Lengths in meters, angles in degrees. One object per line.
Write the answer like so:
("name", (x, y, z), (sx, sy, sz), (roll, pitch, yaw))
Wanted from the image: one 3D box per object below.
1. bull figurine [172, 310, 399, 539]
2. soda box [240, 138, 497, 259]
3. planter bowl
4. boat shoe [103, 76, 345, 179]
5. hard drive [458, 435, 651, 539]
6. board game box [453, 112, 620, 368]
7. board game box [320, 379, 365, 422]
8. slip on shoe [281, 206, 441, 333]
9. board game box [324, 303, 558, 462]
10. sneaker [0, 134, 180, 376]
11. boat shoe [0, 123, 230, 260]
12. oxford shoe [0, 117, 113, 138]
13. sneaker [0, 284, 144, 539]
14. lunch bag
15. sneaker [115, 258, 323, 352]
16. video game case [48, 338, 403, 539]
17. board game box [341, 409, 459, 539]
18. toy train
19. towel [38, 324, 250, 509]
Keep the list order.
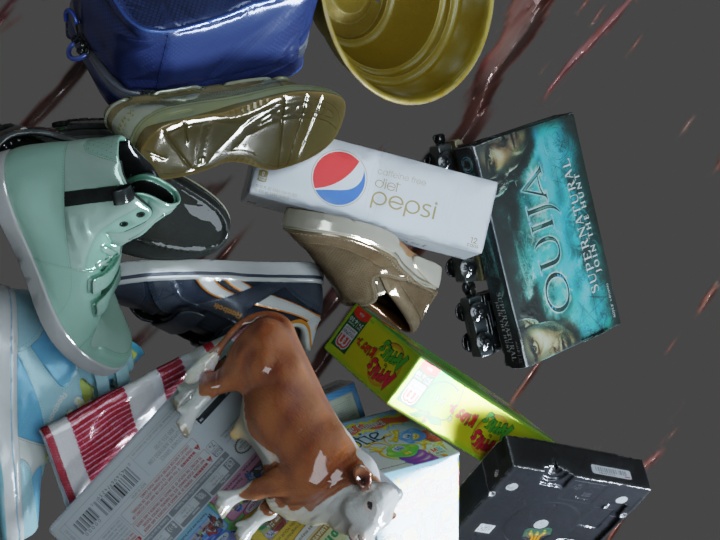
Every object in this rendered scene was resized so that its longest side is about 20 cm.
("bull figurine", (-0.057, 0.128, 1.264), (0.121, 0.065, 0.200), (-27, 67, 0))
("soda box", (0.006, -0.065, 1.435), (0.200, 0.068, 0.064), (14, 84, -8))
("planter bowl", (0.015, -0.238, 1.445), (0.200, 0.083, 0.201), (-5, 97, -42))
("boat shoe", (-0.099, -0.117, 1.333), (0.200, 0.063, 0.073), (-15, 135, -37))
("hard drive", (0.134, 0.217, 1.470), (0.139, 0.200, 0.038), (12, 44, -24))
("board game box", (0.159, -0.028, 1.540), (0.135, 0.028, 0.200), (-21, 100, -40))
("board game box", (-0.076, 0.190, 1.444), (0.200, 0.034, 0.135), (-22, 100, -24))
("slip on shoe", (0.000, 0.000, 1.426), (0.200, 0.076, 0.061), (29, 75, -58))
("board game box", (0.071, 0.107, 1.443), (0.200, 0.102, 0.048), (34, 92, -40))
("sneaker", (-0.177, -0.008, 1.248), (0.118, 0.074, 0.201), (-11, 127, 13))
("boat shoe", (-0.188, -0.053, 1.301), (0.201, 0.063, 0.074), (21, 91, -20))
("oxford shoe", (-0.228, -0.076, 1.354), (0.200, 0.073, 0.085), (-7, 98, -15))
("sneaker", (-0.229, 0.109, 1.346), (0.130, 0.080, 0.201), (-2, 92, -24))
("lunch bag", (-0.136, -0.202, 1.349), (0.200, 0.132, 0.136), (-19, 63, -22))
("sneaker", (-0.118, 0.031, 1.398), (0.200, 0.078, 0.080), (2, 84, -27))
("video game case", (-0.100, 0.181, 1.299), (0.182, 0.022, 0.200), (41, 80, 12))
("board game box", (0.011, 0.231, 1.406), (0.105, 0.103, 0.200), (-11, 111, -28))
("toy train", (0.096, -0.023, 1.525), (0.046, 0.034, 0.200), (-16, 98, -29))
("towel", (-0.139, 0.138, 1.358), (0.200, 0.023, 0.144), (-26, 119, -23))
